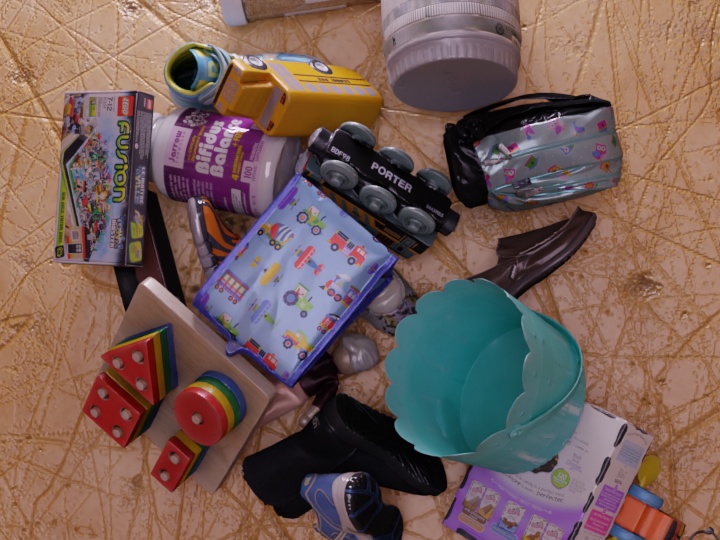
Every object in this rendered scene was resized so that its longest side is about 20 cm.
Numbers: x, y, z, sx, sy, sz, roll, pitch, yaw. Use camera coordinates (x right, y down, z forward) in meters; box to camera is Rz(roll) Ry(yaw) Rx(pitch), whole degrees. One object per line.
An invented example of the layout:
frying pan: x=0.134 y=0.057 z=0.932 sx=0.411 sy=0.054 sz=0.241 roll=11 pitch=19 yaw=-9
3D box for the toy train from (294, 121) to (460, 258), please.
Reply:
toy train: x=0.017 y=-0.091 z=1.573 sx=0.199 sy=0.114 sz=0.086 roll=30 pitch=60 yaw=-12

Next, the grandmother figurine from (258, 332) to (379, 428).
grandmother figurine: x=-0.072 y=0.129 z=1.617 sx=0.199 sy=0.061 sz=0.122 roll=-25 pitch=73 yaw=1

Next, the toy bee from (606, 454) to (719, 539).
toy bee: x=0.322 y=0.292 z=1.555 sx=0.131 sy=0.109 sz=0.200 roll=-44 pitch=58 yaw=9

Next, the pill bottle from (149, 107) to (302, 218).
pill bottle: x=-0.178 y=-0.131 z=1.612 sx=0.198 sy=0.112 sz=0.113 roll=11 pitch=87 yaw=14

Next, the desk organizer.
desk organizer: x=-0.265 y=0.009 z=1.637 sx=0.076 sy=0.072 sz=0.202 roll=-16 pitch=84 yaw=6

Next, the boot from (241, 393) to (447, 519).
boot: x=-0.020 y=0.236 z=1.591 sx=0.200 sy=0.077 sz=0.168 roll=33 pitch=124 yaw=-31

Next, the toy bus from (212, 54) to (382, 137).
toy bus: x=-0.072 y=-0.196 z=1.569 sx=0.078 sy=0.199 sz=0.065 roll=48 pitch=122 yaw=29

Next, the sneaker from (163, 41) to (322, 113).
sneaker: x=-0.139 y=-0.228 z=1.611 sx=0.198 sy=0.131 sz=0.080 roll=-7 pitch=85 yaw=4

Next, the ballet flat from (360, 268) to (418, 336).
ballet flat: x=0.000 y=0.000 z=1.612 sx=0.072 sy=0.072 sz=0.201 roll=-41 pitch=83 yaw=2

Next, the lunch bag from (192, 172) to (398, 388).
lunch bag: x=-0.079 y=0.021 z=1.516 sx=0.150 sy=0.094 sz=0.200 roll=40 pitch=76 yaw=8

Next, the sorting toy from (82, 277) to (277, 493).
sorting toy: x=-0.220 y=0.147 z=1.562 sx=0.200 sy=0.070 sz=0.199 roll=40 pitch=131 yaw=10

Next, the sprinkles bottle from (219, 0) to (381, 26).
sprinkles bottle: x=-0.070 y=-0.342 z=1.644 sx=0.198 sy=0.068 sz=0.069 roll=-8 pitch=85 yaw=4

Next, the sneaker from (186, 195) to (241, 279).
sneaker: x=-0.130 y=-0.012 z=1.607 sx=0.111 sy=0.078 sz=0.201 roll=-21 pitch=118 yaw=-5

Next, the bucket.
bucket: x=0.141 y=0.122 z=1.498 sx=0.206 sy=0.134 sz=0.209 roll=-20 pitch=59 yaw=36

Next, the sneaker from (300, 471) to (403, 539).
sneaker: x=-0.006 y=0.285 z=1.549 sx=0.076 sy=0.201 sz=0.076 roll=6 pitch=51 yaw=26

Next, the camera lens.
camera lens: x=0.103 y=-0.303 z=1.562 sx=0.159 sy=0.160 sz=0.202 roll=-4 pitch=72 yaw=5

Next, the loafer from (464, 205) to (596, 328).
loafer: x=0.188 y=-0.015 z=1.592 sx=0.200 sy=0.073 sz=0.071 roll=-38 pitch=83 yaw=1

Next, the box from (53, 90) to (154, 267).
box: x=-0.299 y=-0.107 z=1.584 sx=0.109 sy=0.035 sz=0.202 roll=2 pitch=87 yaw=28

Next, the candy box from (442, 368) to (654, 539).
candy box: x=0.209 y=0.236 z=1.533 sx=0.167 sy=0.071 sz=0.201 roll=25 pitch=88 yaw=44

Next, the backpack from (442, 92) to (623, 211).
backpack: x=0.200 y=-0.135 z=1.570 sx=0.198 sy=0.167 sz=0.128 roll=-11 pitch=102 yaw=2
